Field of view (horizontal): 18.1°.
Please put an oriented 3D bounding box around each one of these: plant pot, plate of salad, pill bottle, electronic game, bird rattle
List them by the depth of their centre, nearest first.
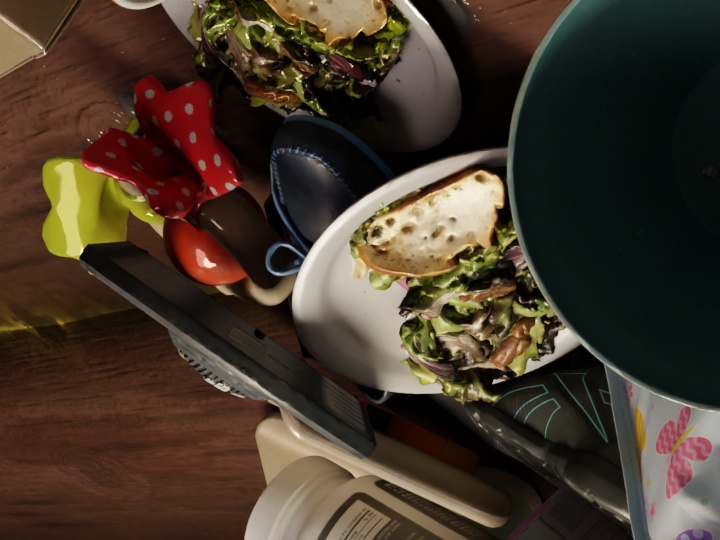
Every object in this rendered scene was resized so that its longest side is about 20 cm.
[{"bbox_3d":[0.174,-0.048,0.970,0.200,0.201,0.135,27,-167,11],"label":"plant pot"},{"bbox_3d":[0.063,0.010,1.207,0.199,0.048,0.200,-10,141,-8],"label":"plate of salad"},{"bbox_3d":[-0.037,-0.123,1.216,0.200,0.048,0.200,26,155,13],"label":"plate of salad"},{"bbox_3d":[-0.075,0.046,1.280,0.200,0.042,0.200,34,176,3],"label":"electronic game"},{"bbox_3d":[-0.098,-0.044,1.345,0.163,0.113,0.200,42,157,-18],"label":"bird rattle"},{"bbox_3d":[0.025,0.207,1.522,0.200,0.116,0.116,27,157,35],"label":"pill bottle"}]

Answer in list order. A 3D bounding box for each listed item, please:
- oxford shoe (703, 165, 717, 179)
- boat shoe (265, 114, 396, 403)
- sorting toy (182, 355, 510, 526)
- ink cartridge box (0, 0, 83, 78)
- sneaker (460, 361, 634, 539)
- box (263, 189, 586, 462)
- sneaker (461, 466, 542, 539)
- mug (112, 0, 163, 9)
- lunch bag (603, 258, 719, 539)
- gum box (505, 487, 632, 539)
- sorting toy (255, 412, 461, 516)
[{"bbox_3d":[0.182,-0.007,1.162,0.084,0.073,0.200,-6,142,-11],"label":"oxford shoe"},{"bbox_3d":[0.000,0.000,1.276,0.084,0.069,0.200,7,142,39],"label":"boat shoe"},{"bbox_3d":[-0.010,0.096,1.500,0.185,0.037,0.200,27,-179,-28],"label":"sorting toy"},{"bbox_3d":[-0.267,-0.184,1.342,0.165,0.075,0.200,40,154,-19],"label":"ink cartridge box"},{"bbox_3d":[0.130,0.088,1.288,0.075,0.079,0.200,40,174,-36],"label":"sneaker"},{"bbox_3d":[0.045,0.030,1.410,0.198,0.050,0.200,23,154,18],"label":"box"},{"bbox_3d":[0.101,0.241,1.655,0.074,0.118,0.201,14,152,32],"label":"sneaker"},{"bbox_3d":[-0.150,-0.246,1.069,0.200,0.178,0.133,29,-167,17],"label":"mug"},{"bbox_3d":[0.219,0.087,1.051,0.169,0.200,0.127,15,132,-15],"label":"lunch bag"},{"bbox_3d":[0.149,0.183,1.397,0.066,0.200,0.114,39,162,32],"label":"gum box"},{"bbox_3d":[0.008,0.197,1.793,0.185,0.037,0.200,25,150,17],"label":"sorting toy"}]
